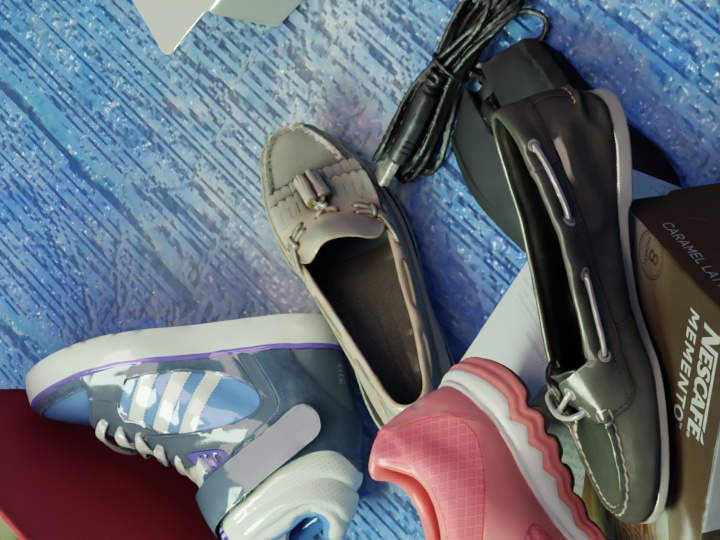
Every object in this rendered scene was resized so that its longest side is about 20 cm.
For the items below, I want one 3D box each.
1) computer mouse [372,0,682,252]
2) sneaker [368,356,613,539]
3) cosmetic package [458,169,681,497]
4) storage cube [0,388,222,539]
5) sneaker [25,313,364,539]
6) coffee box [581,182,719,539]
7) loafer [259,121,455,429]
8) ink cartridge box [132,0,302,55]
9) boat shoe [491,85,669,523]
[{"bbox_3d":[0.088,-0.058,1.334,0.200,0.053,0.139,45,114,31],"label":"computer mouse"},{"bbox_3d":[0.074,0.143,1.177,0.201,0.086,0.074,57,159,13],"label":"sneaker"},{"bbox_3d":[0.115,0.052,1.267,0.201,0.101,0.071,-57,35,21],"label":"cosmetic package"},{"bbox_3d":[-0.195,0.186,1.471,0.200,0.179,0.172,41,113,31],"label":"storage cube"},{"bbox_3d":[-0.094,0.110,1.430,0.199,0.081,0.148,-10,74,16],"label":"sneaker"},{"bbox_3d":[0.167,0.075,1.178,0.114,0.079,0.201,-126,34,-50],"label":"coffee box"},{"bbox_3d":[0.000,0.000,1.384,0.072,0.063,0.201,-27,72,1],"label":"loafer"},{"bbox_3d":[-0.056,-0.224,1.448,0.200,0.067,0.117,-43,63,27],"label":"ink cartridge box"},{"bbox_3d":[0.096,0.017,1.149,0.067,0.057,0.202,168,95,-71],"label":"boat shoe"}]
